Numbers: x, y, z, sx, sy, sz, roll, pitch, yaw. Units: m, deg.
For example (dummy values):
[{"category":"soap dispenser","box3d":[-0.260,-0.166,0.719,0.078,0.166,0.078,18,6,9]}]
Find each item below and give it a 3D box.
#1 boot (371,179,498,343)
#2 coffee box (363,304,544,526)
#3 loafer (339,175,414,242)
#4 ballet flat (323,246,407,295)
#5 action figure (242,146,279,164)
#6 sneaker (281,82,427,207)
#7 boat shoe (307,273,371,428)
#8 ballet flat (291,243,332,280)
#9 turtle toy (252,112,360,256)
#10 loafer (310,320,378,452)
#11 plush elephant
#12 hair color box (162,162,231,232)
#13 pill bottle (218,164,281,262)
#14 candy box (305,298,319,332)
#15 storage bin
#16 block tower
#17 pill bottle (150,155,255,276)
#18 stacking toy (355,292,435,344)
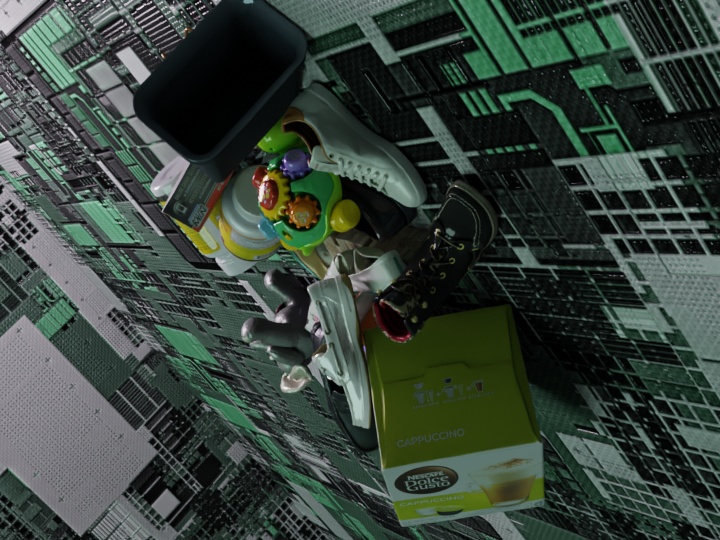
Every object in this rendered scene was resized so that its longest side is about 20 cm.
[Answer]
[{"category":"boot","box3d":[0.084,-0.005,1.160,0.073,0.151,0.200,38,159,11]},{"category":"coffee box","box3d":[0.122,0.192,1.294,0.199,0.197,0.202,74,-173,-55]},{"category":"loafer","box3d":[-0.017,-0.088,1.313,0.199,0.063,0.072,22,150,45]},{"category":"ballet flat","box3d":[0.000,0.000,1.316,0.070,0.070,0.199,51,154,-20]},{"category":"action figure","box3d":[-0.187,-0.212,1.387,0.199,0.070,0.130,34,155,-16]},{"category":"sneaker","box3d":[-0.013,-0.130,1.197,0.200,0.085,0.073,40,158,5]},{"category":"boat shoe","box3d":[-0.028,0.108,1.276,0.071,0.068,0.203,-120,19,-84]},{"category":"ballet flat","box3d":[-0.029,0.001,1.522,0.200,0.069,0.063,47,120,-5]},{"category":"turtle toy","box3d":[-0.085,-0.117,1.280,0.145,0.100,0.203,-19,75,48]},{"category":"loafer","box3d":[-0.018,0.162,1.352,0.070,0.067,0.203,-121,11,-76]},{"category":"plush elephant","box3d":[-0.128,0.123,1.782,0.198,0.166,0.155,24,136,-14]},{"category":"hair color box","box3d":[-0.233,-0.131,1.452,0.063,0.112,0.200,30,-173,-11]},{"category":"pill bottle","box3d":[-0.156,-0.088,1.490,0.109,0.109,0.200,42,163,2]},{"category":"candy box","box3d":[0.008,0.107,1.629,0.199,0.072,0.168,40,159,9]},{"category":"storage bin","box3d":[-0.164,-0.209,1.187,0.145,0.200,0.134,38,168,11]},{"category":"block tower","box3d":[0.028,-0.032,1.350,0.199,0.054,0.058,19,149,47]},{"category":"pill bottle","box3d":[-0.244,-0.095,1.645,0.201,0.114,0.114,53,157,-23]},{"category":"stacking toy","box3d":[0.061,0.082,1.443,0.199,0.147,0.146,32,162,-14]}]
